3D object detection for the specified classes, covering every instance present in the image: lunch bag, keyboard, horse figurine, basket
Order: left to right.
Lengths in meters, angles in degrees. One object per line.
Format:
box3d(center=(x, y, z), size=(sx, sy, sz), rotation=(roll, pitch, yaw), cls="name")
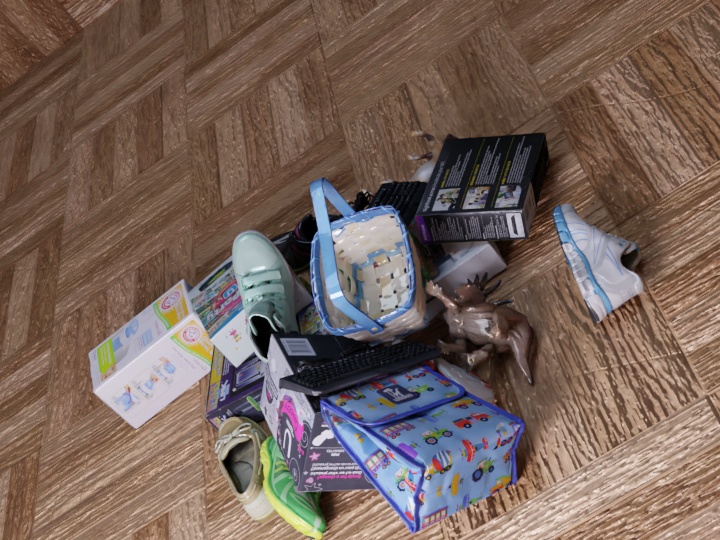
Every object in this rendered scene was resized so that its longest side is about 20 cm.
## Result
box3d(center=(-0.011, 0.111, 1.569), size=(0.199, 0.021, 0.127), rotation=(-13, 11, -37), cls="keyboard")
box3d(center=(0.000, 0.000, 1.624), size=(0.138, 0.200, 0.177), rotation=(-18, 56, 16), cls="basket")
box3d(center=(0.029, -0.095, 1.793), size=(0.103, 0.040, 0.200), rotation=(-7, 19, 14), cls="keyboard")
box3d(center=(0.061, 0.179, 1.485), size=(0.150, 0.095, 0.200), rotation=(-19, 38, -32), cls="lunch bag")
box3d(center=(0.094, -0.143, 1.974), size=(0.132, 0.050, 0.200), rotation=(23, 62, 42), cls="horse figurine")

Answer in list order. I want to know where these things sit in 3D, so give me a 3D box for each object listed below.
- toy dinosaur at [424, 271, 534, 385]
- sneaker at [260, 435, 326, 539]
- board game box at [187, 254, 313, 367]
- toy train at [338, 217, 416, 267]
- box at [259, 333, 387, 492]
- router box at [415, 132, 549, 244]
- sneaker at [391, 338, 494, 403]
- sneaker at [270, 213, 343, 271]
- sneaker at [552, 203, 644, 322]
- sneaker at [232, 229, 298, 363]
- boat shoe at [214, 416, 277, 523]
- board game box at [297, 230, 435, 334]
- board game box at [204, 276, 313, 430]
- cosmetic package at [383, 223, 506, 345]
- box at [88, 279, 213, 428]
box3d(center=(0.161, 0.065, 1.640), size=(0.200, 0.135, 0.086), rotation=(29, 116, 36), cls="toy dinosaur")
box3d(center=(-0.076, 0.257, 1.660), size=(0.083, 0.074, 0.200), rotation=(-40, 31, 10), cls="sneaker")
box3d(center=(-0.163, 0.038, 1.912), size=(0.147, 0.064, 0.200), rotation=(-41, 25, -1), cls="board game box")
box3d(center=(0.022, -0.059, 1.825), size=(0.150, 0.056, 0.200), rotation=(-36, 2, 16), cls="toy train")
box3d(center=(-0.037, 0.174, 1.633), size=(0.200, 0.131, 0.115), rotation=(-127, 43, -59), cls="box")
box3d(center=(0.169, -0.114, 1.794), size=(0.148, 0.051, 0.200), rotation=(-2, 35, 20), cls="router box")
box3d(center=(0.093, 0.151, 1.629), size=(0.200, 0.077, 0.082), rotation=(28, 94, 61), cls="sneaker")
box3d(center=(-0.078, -0.053, 2.021), size=(0.199, 0.084, 0.077), rotation=(-14, 50, 37), cls="sneaker")
box3d(center=(0.295, -0.020, 1.611), size=(0.086, 0.075, 0.201), rotation=(-24, 40, 8), cls="sneaker")
box3d(center=(-0.126, 0.033, 1.749), size=(0.073, 0.202, 0.118), rotation=(-19, -9, 3), cls="sneaker")
box3d(center=(-0.156, 0.252, 1.757), size=(0.073, 0.063, 0.201), rotation=(-37, 35, 8), cls="boat shoe")
box3d(center=(0.005, 0.045, 1.779), size=(0.200, 0.029, 0.135), rotation=(-36, 33, 15), cls="board game box")
box3d(center=(-0.138, 0.124, 1.906), size=(0.165, 0.057, 0.201), rotation=(-29, 34, 24), cls="board game box")
box3d(center=(0.091, -0.003, 1.817), size=(0.200, 0.052, 0.151), rotation=(-36, 30, 11), cls="cosmetic package")
box3d(center=(-0.310, 0.128, 2.041), size=(0.200, 0.101, 0.113), rotation=(-37, 32, 7), cls="box")
